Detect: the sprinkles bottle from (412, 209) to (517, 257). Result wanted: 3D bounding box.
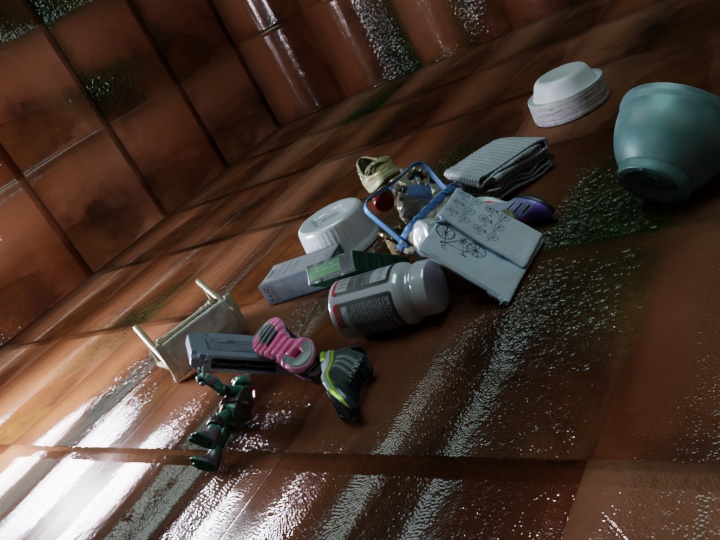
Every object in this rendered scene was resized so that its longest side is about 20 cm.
[{"bbox_3d":[0.196,-0.070,1.319,0.198,0.069,0.068,-9,12,-24],"label":"sprinkles bottle"}]

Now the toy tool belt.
[{"bbox_3d":[0.113,-0.168,1.560,0.198,0.126,0.123,7,38,-17],"label":"toy tool belt"}]

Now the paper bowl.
[{"bbox_3d":[0.530,-0.464,1.834,0.199,0.105,0.201,-24,21,10],"label":"paper bowl"}]

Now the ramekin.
[{"bbox_3d":[-0.059,-0.098,1.777,0.199,0.098,0.201,-26,22,11],"label":"ramekin"}]

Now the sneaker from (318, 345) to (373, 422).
[{"bbox_3d":[-0.018,0.173,1.157,0.080,0.074,0.200,-25,23,2],"label":"sneaker"}]

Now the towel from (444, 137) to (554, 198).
[{"bbox_3d":[0.314,-0.225,1.608,0.199,0.086,0.165,-34,23,-15],"label":"towel"}]

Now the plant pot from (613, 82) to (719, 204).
[{"bbox_3d":[0.506,-0.195,1.177,0.200,0.200,0.135,10,71,59],"label":"plant pot"}]

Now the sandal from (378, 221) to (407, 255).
[{"bbox_3d":[0.095,-0.060,1.555,0.077,0.070,0.212,8,14,18],"label":"sandal"}]

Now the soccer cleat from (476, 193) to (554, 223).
[{"bbox_3d":[0.295,-0.107,1.408,0.199,0.068,0.074,7,65,51],"label":"soccer cleat"}]

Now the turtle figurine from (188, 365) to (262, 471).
[{"bbox_3d":[-0.236,0.236,1.226,0.100,0.151,0.201,-4,37,14],"label":"turtle figurine"}]

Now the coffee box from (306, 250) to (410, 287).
[{"bbox_3d":[0.000,0.000,1.407,0.122,0.044,0.199,-18,-13,35],"label":"coffee box"}]

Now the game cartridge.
[{"bbox_3d":[-0.232,0.158,1.365,0.198,0.041,0.133,7,16,-19],"label":"game cartridge"}]

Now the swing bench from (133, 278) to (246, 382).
[{"bbox_3d":[-0.383,0.141,1.625,0.198,0.130,0.199,-37,28,-21],"label":"swing bench"}]

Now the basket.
[{"bbox_3d":[0.126,-0.108,1.416,0.176,0.200,0.139,-38,-8,-24],"label":"basket"}]

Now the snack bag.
[{"bbox_3d":[0.211,-0.048,1.243,0.200,0.188,0.021,-50,-13,-41],"label":"snack bag"}]

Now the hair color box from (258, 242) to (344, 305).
[{"bbox_3d":[-0.133,0.010,1.683,0.199,0.061,0.099,-17,24,28],"label":"hair color box"}]

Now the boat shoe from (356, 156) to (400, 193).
[{"bbox_3d":[0.029,-0.205,1.445,0.073,0.063,0.201,-35,11,0],"label":"boat shoe"}]

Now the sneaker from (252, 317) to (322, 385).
[{"bbox_3d":[-0.125,0.154,1.298,0.079,0.095,0.200,-50,36,-9],"label":"sneaker"}]

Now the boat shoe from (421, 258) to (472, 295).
[{"bbox_3d":[0.134,0.007,1.328,0.199,0.071,0.070,-11,29,40],"label":"boat shoe"}]

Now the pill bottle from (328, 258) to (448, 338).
[{"bbox_3d":[0.051,0.050,1.279,0.199,0.114,0.114,-16,25,31],"label":"pill bottle"}]
